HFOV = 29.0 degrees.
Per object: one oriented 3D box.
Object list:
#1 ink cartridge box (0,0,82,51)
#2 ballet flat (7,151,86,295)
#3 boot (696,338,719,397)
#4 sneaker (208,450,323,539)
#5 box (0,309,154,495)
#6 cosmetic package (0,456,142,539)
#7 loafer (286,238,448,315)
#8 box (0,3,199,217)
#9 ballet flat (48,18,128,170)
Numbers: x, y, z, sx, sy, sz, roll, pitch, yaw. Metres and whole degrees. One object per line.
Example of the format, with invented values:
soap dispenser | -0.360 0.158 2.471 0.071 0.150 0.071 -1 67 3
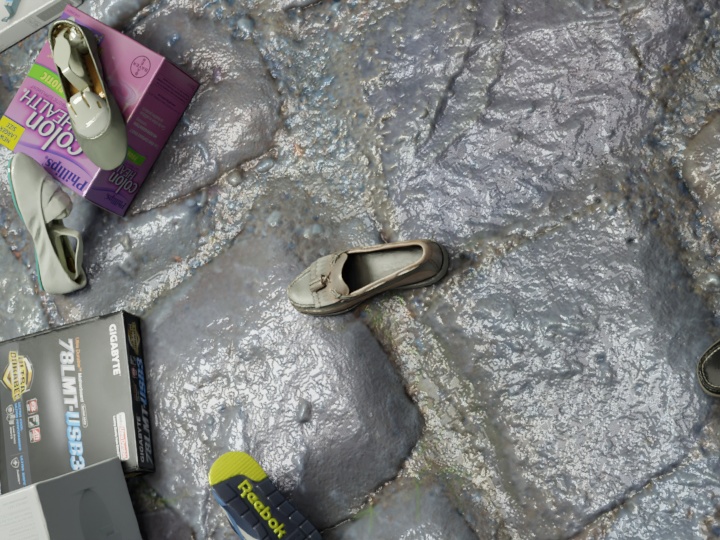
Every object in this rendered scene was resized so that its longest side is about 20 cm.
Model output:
ink cartridge box | -0.493 -0.396 1.904 0.199 0.045 0.178 -27 70 14
ballet flat | -0.378 -0.058 1.719 0.069 0.202 0.070 -5 33 3
boot | 0.418 0.062 1.366 0.198 0.150 0.074 -20 71 16
sneaker | -0.099 0.293 1.571 0.074 0.082 0.201 -32 84 -17
box | -0.357 0.168 1.713 0.196 0.050 0.202 -14 73 19
cosmetic package | -0.335 0.335 1.558 0.122 0.199 0.202 -20 85 17
loafer | 0.000 0.000 1.598 0.198 0.063 0.073 -15 73 18
box | -0.336 -0.203 1.765 0.175 0.097 0.201 31 91 25
ballet flat | -0.336 -0.214 1.680 0.067 0.064 0.202 -25 70 14
